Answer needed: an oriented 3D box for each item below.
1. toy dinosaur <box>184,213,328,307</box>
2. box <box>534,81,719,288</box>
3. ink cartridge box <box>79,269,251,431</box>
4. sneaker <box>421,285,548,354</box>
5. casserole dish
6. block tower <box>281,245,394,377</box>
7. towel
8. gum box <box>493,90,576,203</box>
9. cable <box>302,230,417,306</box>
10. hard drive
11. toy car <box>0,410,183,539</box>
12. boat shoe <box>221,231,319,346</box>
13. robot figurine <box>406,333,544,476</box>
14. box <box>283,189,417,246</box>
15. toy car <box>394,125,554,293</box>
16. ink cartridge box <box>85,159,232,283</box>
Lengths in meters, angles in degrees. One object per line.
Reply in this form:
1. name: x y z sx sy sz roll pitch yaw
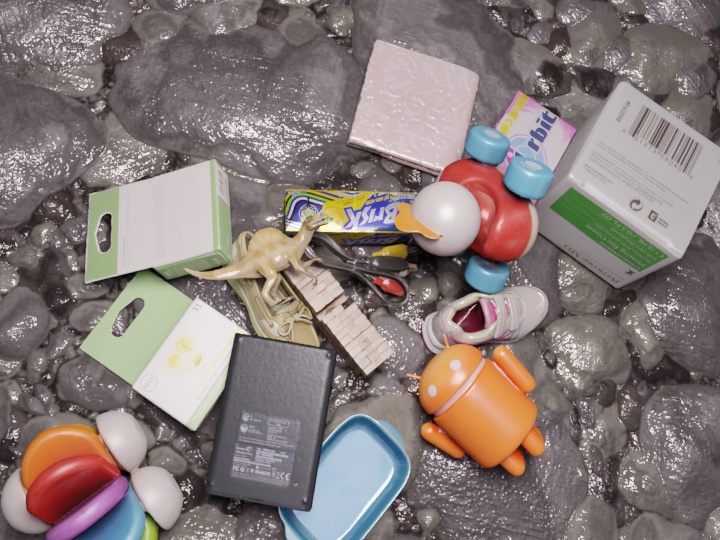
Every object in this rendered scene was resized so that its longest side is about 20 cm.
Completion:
1. toy dinosaur: -0.122 -0.004 0.835 0.197 0.058 0.102 -27 84 -14
2. box: 0.397 -0.124 0.963 0.197 0.172 0.201 35 72 2
3. ink cartridge box: -0.261 0.100 0.857 0.198 0.048 0.147 34 72 -1
4. sneaker: 0.192 0.069 0.917 0.197 0.088 0.083 -17 77 -14
5. casserole dish: -0.021 0.288 0.844 0.121 0.039 0.200 43 71 5
6. block tower: -0.038 0.059 0.901 0.054 0.058 0.201 -36 81 -17
7. towel: 0.088 -0.262 1.028 0.187 0.032 0.204 17 71 -3
8. gum box: 0.244 -0.169 1.006 0.113 0.066 0.202 33 72 1
9. cable: 0.000 0.000 0.911 0.196 0.050 0.099 7 77 -20
10. hard drive: -0.113 0.191 0.813 0.137 0.033 0.204 9 80 3
11. toy car: -0.319 0.272 0.741 0.174 0.150 0.201 -34 81 -17
12. boat shoe: -0.118 0.040 0.877 0.073 0.063 0.202 -21 71 -46
13. robot figurine: 0.159 0.186 0.863 0.200 0.144 0.117 44 50 5
14. box: -0.015 -0.076 0.935 0.196 0.070 0.066 0 75 -9
15. toy car: 0.121 -0.081 0.847 0.197 0.187 0.177 -4 38 -33
16. ink cartridge box: -0.281 -0.061 0.883 0.196 0.048 0.148 -14 64 9
